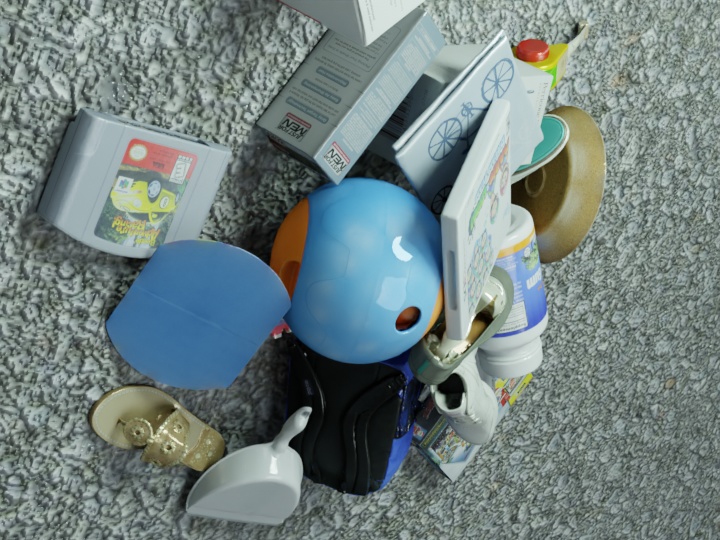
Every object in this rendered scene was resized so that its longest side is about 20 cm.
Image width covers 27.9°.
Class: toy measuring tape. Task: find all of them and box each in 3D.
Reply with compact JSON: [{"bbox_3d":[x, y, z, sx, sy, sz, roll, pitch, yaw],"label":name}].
[{"bbox_3d":[0.227,-0.271,1.828,0.200,0.073,0.074,-52,148,-47],"label":"toy measuring tape"}]

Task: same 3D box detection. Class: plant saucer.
[{"bbox_3d":[0.231,-0.111,1.825,0.035,0.200,0.202,9,109,-29],"label":"plant saucer"}]

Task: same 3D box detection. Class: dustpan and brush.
[{"bbox_3d":[-0.108,0.229,1.710,0.138,0.058,0.200,13,141,-30],"label":"dustpan and brush"}]

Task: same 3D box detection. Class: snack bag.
[{"bbox_3d":[0.127,-0.144,1.627,0.189,0.021,0.200,-49,145,-10],"label":"snack bag"}]

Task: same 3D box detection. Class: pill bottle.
[{"bbox_3d":[0.175,0.029,1.812,0.112,0.112,0.202,-31,122,-30],"label":"pill bottle"}]

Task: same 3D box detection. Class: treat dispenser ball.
[{"bbox_3d":[0.000,0.000,1.584,0.200,0.200,0.203,-27,132,-34],"label":"treat dispenser ball"}]

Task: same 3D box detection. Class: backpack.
[{"bbox_3d":[0.003,0.162,1.769,0.168,0.161,0.202,-34,138,-57],"label":"backpack"}]

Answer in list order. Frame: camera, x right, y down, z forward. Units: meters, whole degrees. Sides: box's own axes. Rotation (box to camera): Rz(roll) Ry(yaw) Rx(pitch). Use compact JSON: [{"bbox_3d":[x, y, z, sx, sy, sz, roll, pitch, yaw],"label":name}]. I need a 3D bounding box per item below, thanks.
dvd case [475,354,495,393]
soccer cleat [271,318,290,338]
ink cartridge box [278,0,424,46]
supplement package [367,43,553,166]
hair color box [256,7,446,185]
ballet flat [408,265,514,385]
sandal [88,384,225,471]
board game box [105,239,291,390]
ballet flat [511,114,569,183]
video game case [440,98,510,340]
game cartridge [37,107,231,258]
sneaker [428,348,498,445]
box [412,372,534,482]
[{"bbox_3d":[0.133,0.074,1.881,0.200,0.024,0.152,36,52,-61],"label":"dvd case"},{"bbox_3d":[-0.083,0.031,1.680,0.198,0.066,0.077,-16,94,-34],"label":"soccer cleat"},{"bbox_3d":[0.019,-0.334,1.470,0.200,0.147,0.086,-42,140,-22],"label":"ink cartridge box"},{"bbox_3d":[0.110,-0.189,1.690,0.199,0.117,0.118,-11,122,-44],"label":"supplement package"},{"bbox_3d":[-0.010,-0.202,1.564,0.201,0.099,0.061,-52,142,-8],"label":"hair color box"},{"bbox_3d":[0.127,0.053,1.656,0.200,0.067,0.064,-47,173,-35],"label":"ballet flat"},{"bbox_3d":[-0.208,0.190,1.628,0.078,0.069,0.211,-58,142,-1],"label":"sandal"},{"bbox_3d":[-0.173,0.038,1.542,0.157,0.039,0.200,27,120,-21],"label":"board game box"},{"bbox_3d":[0.173,-0.128,1.808,0.199,0.070,0.069,-32,142,11],"label":"ballet flat"},{"bbox_3d":[0.129,-0.056,1.589,0.183,0.023,0.201,84,24,-44],"label":"video game case"},{"bbox_3d":[-0.225,-0.081,1.460,0.199,0.041,0.134,10,110,-50],"label":"game cartridge"},{"bbox_3d":[0.113,0.153,1.736,0.100,0.074,0.201,-73,152,-42],"label":"sneaker"},{"bbox_3d":[0.155,0.187,2.052,0.201,0.038,0.137,-51,142,-10],"label":"box"}]
